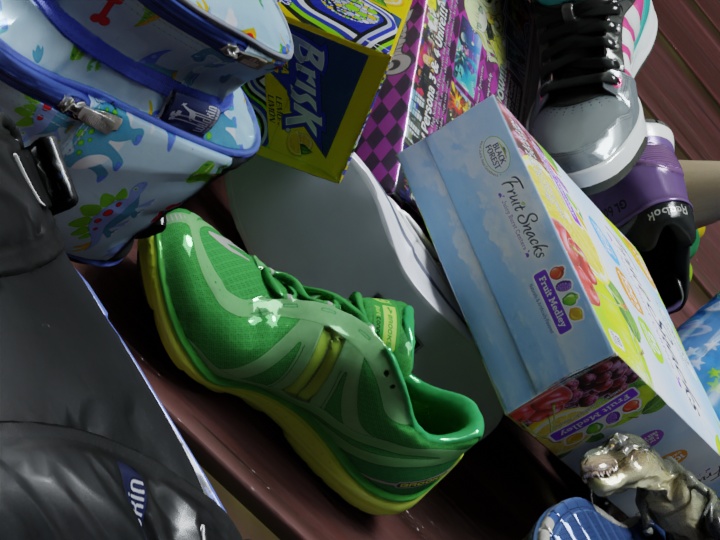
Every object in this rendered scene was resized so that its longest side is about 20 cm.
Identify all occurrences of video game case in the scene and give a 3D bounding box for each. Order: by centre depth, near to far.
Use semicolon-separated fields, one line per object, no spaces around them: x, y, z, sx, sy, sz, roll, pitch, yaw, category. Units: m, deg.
0.063;-0.079;1.270;0.181;0.036;0.200;44;46;-47;video game case

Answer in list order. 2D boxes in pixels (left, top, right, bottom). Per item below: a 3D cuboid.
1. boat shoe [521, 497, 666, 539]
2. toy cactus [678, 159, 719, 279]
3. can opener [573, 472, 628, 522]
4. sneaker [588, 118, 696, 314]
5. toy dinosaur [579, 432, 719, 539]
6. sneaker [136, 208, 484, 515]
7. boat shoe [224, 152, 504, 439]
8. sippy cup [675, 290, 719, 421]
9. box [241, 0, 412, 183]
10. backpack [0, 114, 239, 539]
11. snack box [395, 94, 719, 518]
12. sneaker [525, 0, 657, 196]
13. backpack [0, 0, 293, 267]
0.104;0.159;1.077;0.072;0.072;0.200;65;16;19;boat shoe
0.177;-0.047;1.434;0.200;0.165;0.102;48;52;-32;toy cactus
0.188;0.164;1.274;0.200;0.063;0.079;52;20;-12;can opener
0.157;0.004;1.350;0.200;0.076;0.088;90;-15;-57;sneaker
0.172;0.138;1.113;0.200;0.047;0.088;42;15;-54;toy dinosaur
-0.021;0.028;0.978;0.200;0.084;0.074;41;26;-35;sneaker
0.000;0.000;1.107;0.200;0.074;0.065;57;9;-18;boat shoe
0.221;0.077;1.309;0.178;0.130;0.140;27;-21;42;sippy cup
-0.013;-0.117;1.069;0.064;0.070;0.200;22;26;-3;box
-0.141;0.058;0.546;0.183;0.147;0.200;61;17;9;backpack
0.112;0.028;1.156;0.200;0.068;0.169;42;22;-54;snack box
0.122;-0.141;1.263;0.200;0.084;0.121;-75;149;-49;sneaker
-0.137;-0.114;0.844;0.200;0.147;0.183;15;41;-54;backpack
